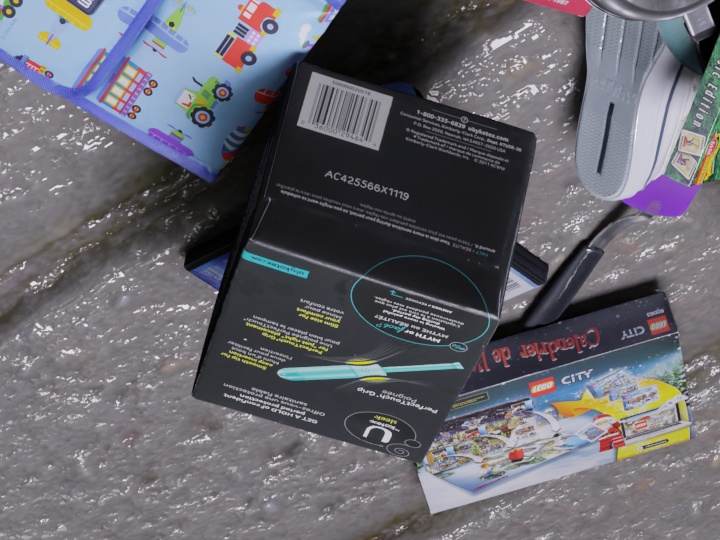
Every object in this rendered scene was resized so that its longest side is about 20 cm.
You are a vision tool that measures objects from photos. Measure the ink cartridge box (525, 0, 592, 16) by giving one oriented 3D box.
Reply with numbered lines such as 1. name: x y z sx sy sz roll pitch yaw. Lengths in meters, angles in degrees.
1. ink cartridge box: 0.105 -0.254 1.478 0.148 0.086 0.200 15 127 -26

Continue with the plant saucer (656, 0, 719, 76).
1. plant saucer: 0.261 -0.195 1.569 0.200 0.027 0.200 -19 130 -24

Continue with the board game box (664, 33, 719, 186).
1. board game box: 0.244 -0.145 1.539 0.105 0.023 0.200 -12 129 -48

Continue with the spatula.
1. spatula: 0.167 -0.021 1.766 0.056 0.021 0.200 14 133 -30

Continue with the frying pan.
1. frying pan: 0.172 -0.155 1.510 0.115 0.031 0.190 -8 129 -9

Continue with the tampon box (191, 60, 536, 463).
1. tampon box: 0.000 0.000 1.546 0.150 0.126 0.200 17 149 -4

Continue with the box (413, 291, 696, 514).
1. box: 0.128 0.094 1.850 0.200 0.038 0.137 -16 142 1

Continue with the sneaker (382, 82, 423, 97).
1. sneaker: 0.057 -0.054 1.680 0.078 0.070 0.200 -16 143 0

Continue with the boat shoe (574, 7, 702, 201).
1. boat shoe: 0.179 -0.139 1.634 0.067 0.074 0.200 -22 139 -39

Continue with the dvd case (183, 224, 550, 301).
1. dvd case: 0.001 -0.003 1.679 0.143 0.018 0.200 34 143 -28

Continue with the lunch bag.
1. lunch bag: -0.130 -0.168 1.517 0.200 0.094 0.151 26 124 -19
